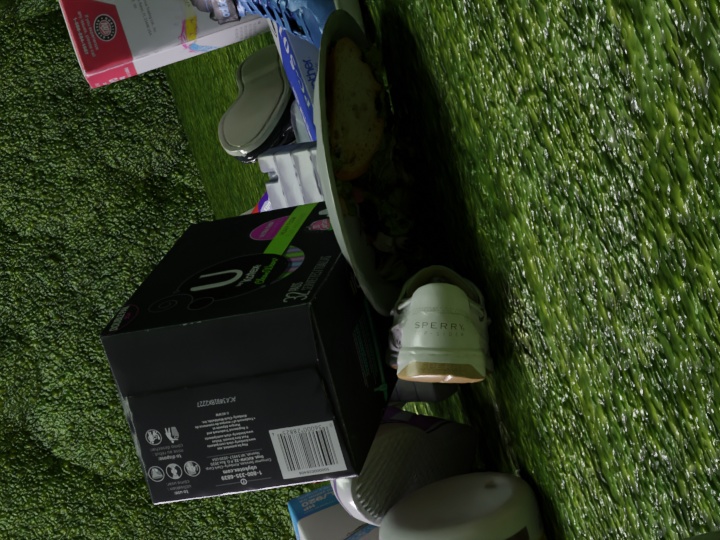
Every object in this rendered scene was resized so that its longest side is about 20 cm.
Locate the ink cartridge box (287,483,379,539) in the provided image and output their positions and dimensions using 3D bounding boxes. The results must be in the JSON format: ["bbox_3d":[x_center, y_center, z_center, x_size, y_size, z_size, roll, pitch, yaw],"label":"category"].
[{"bbox_3d":[0.042,0.262,1.338,0.200,0.143,0.149,-131,25,-70],"label":"ink cartridge box"}]

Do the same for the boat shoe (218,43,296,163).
[{"bbox_3d":[-0.085,-0.140,1.550,0.066,0.074,0.200,60,-169,-27],"label":"boat shoe"}]

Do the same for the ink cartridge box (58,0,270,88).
[{"bbox_3d":[-0.168,-0.261,1.468,0.086,0.198,0.149,149,103,-83],"label":"ink cartridge box"}]

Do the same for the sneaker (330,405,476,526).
[{"bbox_3d":[-0.003,0.130,1.188,0.200,0.113,0.074,11,-85,-68],"label":"sneaker"}]

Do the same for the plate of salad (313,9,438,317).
[{"bbox_3d":[0.013,-0.071,1.091,0.200,0.047,0.203,-10,-90,-76],"label":"plate of salad"}]

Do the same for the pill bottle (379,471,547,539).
[{"bbox_3d":[0.086,0.245,1.113,0.109,0.108,0.202,-137,30,-75],"label":"pill bottle"}]

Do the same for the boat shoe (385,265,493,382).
[{"bbox_3d":[0.053,0.032,1.066,0.200,0.070,0.070,160,112,-88],"label":"boat shoe"}]

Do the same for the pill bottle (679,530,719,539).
[{"bbox_3d":[0.142,0.209,0.616,0.114,0.113,0.202,88,163,-64],"label":"pill bottle"}]

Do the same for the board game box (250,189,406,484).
[{"bbox_3d":[-0.039,0.048,1.373,0.201,0.046,0.152,54,129,22],"label":"board game box"}]

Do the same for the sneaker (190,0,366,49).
[{"bbox_3d":[-0.067,-0.196,1.217,0.077,0.110,0.201,82,167,-53],"label":"sneaker"}]

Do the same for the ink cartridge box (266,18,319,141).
[{"bbox_3d":[-0.048,-0.199,1.324,0.094,0.044,0.202,87,163,-69],"label":"ink cartridge box"}]

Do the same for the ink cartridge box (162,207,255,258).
[{"bbox_3d":[-0.082,0.062,1.631,0.201,0.146,0.145,65,-178,40],"label":"ink cartridge box"}]

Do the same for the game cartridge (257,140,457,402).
[{"bbox_3d":[0.000,0.000,1.247,0.129,0.038,0.202,-5,106,43],"label":"game cartridge"}]

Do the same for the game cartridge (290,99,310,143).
[{"bbox_3d":[-0.014,-0.050,1.457,0.133,0.040,0.202,-146,39,-72],"label":"game cartridge"}]

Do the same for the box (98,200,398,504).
[{"bbox_3d":[-0.062,0.047,1.122,0.200,0.147,0.126,-63,-39,-65],"label":"box"}]
